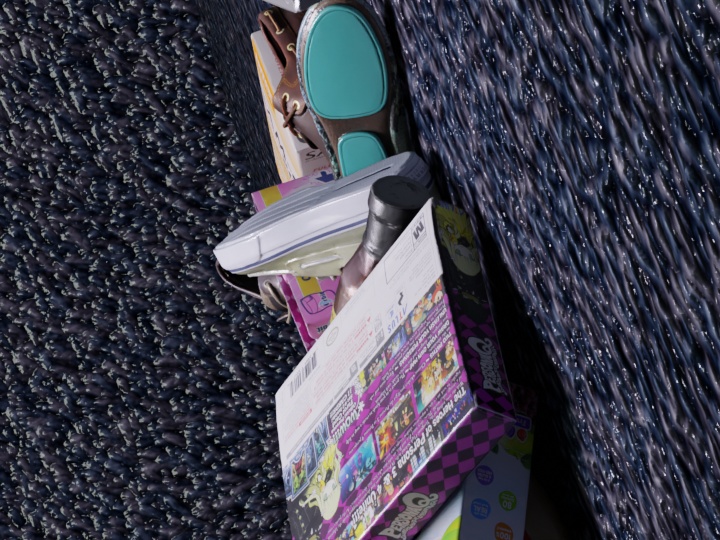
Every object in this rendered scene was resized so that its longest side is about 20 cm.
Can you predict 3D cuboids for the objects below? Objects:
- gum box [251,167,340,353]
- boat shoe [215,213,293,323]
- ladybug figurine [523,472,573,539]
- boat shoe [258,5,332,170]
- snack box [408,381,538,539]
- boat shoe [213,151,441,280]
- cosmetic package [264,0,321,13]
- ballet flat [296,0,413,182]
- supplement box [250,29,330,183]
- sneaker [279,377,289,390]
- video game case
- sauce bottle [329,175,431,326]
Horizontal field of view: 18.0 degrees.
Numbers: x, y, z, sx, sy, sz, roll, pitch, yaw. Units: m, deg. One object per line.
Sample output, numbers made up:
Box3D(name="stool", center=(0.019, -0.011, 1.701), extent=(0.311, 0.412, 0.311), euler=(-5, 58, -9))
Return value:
Box3D(name="gum box", center=(0.000, 0.000, 1.671), extent=(0.200, 0.113, 0.066), euler=(-116, 9, -55))
Box3D(name="boat shoe", center=(-0.045, 0.012, 1.826), extent=(0.200, 0.073, 0.075), euler=(20, 144, 54))
Box3D(name="ladybug figurine", center=(0.092, 0.186, 1.489), extent=(0.200, 0.072, 0.137), euler=(163, 84, -82))
Box3D(name="boat shoe", center=(-0.033, -0.131, 1.725), extent=(0.071, 0.070, 0.201), euler=(88, 170, -45))
Box3D(name="snack box", center=(0.033, 0.157, 1.439), extent=(0.200, 0.053, 0.143), euler=(-28, 50, 57))
Box3D(name="boat shoe", center=(-0.023, -0.023, 1.579), extent=(0.199, 0.072, 0.062), euler=(-18, 108, 44))
Box3D(name="cosmetic package", center=(-0.071, -0.245, 1.459), extent=(0.200, 0.090, 0.107), euler=(23, 136, 52))
Box3D(name="ballet flat", center=(-0.001, -0.118, 1.586), extent=(0.074, 0.074, 0.201), euler=(-114, 12, -52))
Box3D(name="supplement box", center=(-0.029, -0.100, 1.869), extent=(0.200, 0.073, 0.127), euler=(81, 169, -58))
Box3D(name="sneaker", center=(0.013, 0.070, 1.753), extent=(0.200, 0.078, 0.076), euler=(-29, 92, 50))
Box3D(name="video game case", center=(0.016, 0.085, 1.417), extent=(0.200, 0.036, 0.182), euler=(-52, 31, 33))
Box3D(name="sauce bottle", center=(0.013, 0.031, 1.529), extent=(0.066, 0.065, 0.201), euler=(-114, 30, -51))
